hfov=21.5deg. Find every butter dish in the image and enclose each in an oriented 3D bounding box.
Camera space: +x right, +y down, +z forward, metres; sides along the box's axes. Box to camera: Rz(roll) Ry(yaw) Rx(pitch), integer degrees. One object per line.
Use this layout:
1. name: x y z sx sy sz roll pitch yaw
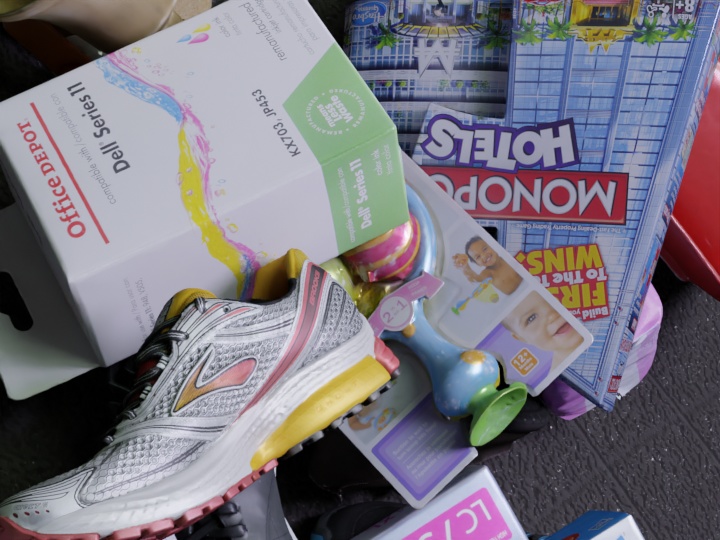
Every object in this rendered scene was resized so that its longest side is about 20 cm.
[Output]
1. butter dish: 0.211 -0.097 1.167 0.200 0.147 0.200 50 11 -5

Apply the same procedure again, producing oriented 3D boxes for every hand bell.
1. hand bell: -0.087 -0.109 0.931 0.200 0.103 0.105 41 40 -40

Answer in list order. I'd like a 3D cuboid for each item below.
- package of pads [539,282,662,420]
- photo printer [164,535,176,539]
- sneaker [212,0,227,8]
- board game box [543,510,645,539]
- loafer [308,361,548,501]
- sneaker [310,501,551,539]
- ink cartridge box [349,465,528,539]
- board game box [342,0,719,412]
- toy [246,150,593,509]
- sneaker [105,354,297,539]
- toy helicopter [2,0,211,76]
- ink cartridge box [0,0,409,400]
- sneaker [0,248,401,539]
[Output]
1. package of pads: 0.087 -0.022 1.038 0.075 0.121 0.201 -30 73 -7
2. photo printer: -0.144 0.183 0.755 0.199 0.069 0.168 -12 72 -45
3. sneaker: -0.020 -0.069 1.027 0.201 0.077 0.078 55 40 -1
4. board game box: 0.079 0.243 0.843 0.195 0.056 0.201 -29 90 -14
5. loafer: 0.030 0.075 0.989 0.073 0.071 0.199 54 24 21
6. sneaker: 0.066 0.151 0.957 0.199 0.082 0.074 17 56 -32
7. ink cartridge box: 0.056 0.208 0.891 0.119 0.042 0.201 -30 93 -13
8. board game box: 0.077 -0.035 0.940 0.062 0.198 0.202 30 63 -74
9. toy: 0.000 0.000 0.889 0.200 0.115 0.047 45 -5 21
10. sneaker: -0.074 0.098 0.848 0.099 0.070 0.202 53 24 -50
11. toy helicopter: -0.167 -0.141 0.961 0.198 0.079 0.134 -2 74 -31
12. ink cartridge box: -0.092 -0.039 0.853 0.199 0.068 0.117 -26 54 -12
13. sneaker: -0.075 0.058 0.779 0.199 0.078 0.083 -33 92 -41
